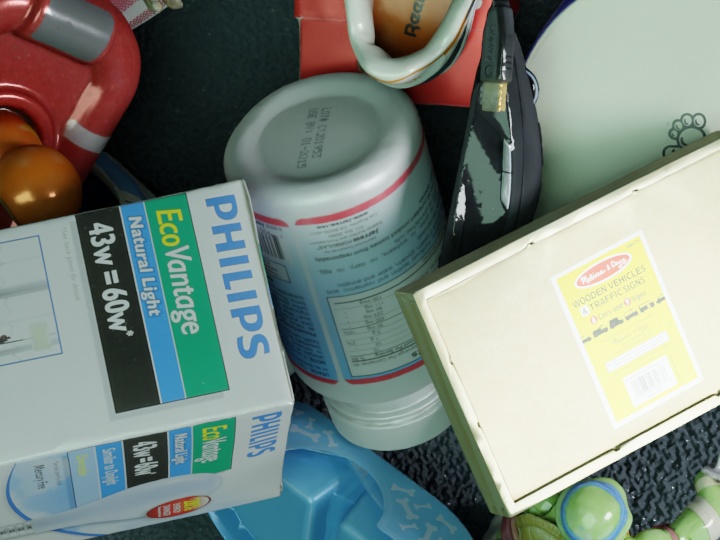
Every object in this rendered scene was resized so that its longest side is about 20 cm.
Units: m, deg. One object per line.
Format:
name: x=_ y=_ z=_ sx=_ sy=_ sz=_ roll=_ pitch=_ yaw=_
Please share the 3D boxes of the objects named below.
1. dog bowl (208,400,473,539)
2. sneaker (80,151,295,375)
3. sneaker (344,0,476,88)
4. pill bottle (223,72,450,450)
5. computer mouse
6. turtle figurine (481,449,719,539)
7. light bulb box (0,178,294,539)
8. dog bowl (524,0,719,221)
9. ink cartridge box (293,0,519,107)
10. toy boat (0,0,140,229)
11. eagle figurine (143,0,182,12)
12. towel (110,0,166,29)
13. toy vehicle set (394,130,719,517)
dog bowl: x=-0.009 y=0.149 z=1.448 sx=0.200 sy=0.049 sz=0.112 roll=35 pitch=140 yaw=26
sneaker: x=-0.118 y=0.001 z=1.458 sx=0.200 sy=0.073 sz=0.072 roll=38 pitch=110 yaw=0
sneaker: x=0.037 y=-0.189 z=1.285 sx=0.078 sy=0.079 sz=0.202 roll=10 pitch=108 yaw=12
pill bottle: x=0.000 y=0.000 z=1.380 sx=0.108 sy=0.109 sz=0.201 roll=-4 pitch=131 yaw=15
computer mouse: x=0.075 y=-0.074 z=1.268 sx=0.046 sy=0.140 sz=0.202 roll=11 pitch=98 yaw=1
turtle figurine: x=0.134 y=0.114 z=1.391 sx=0.143 sy=0.194 sz=0.202 roll=-3 pitch=67 yaw=-7
light bulb box: x=-0.144 y=0.059 z=1.319 sx=0.198 sy=0.198 sz=0.126 roll=-12 pitch=73 yaw=-7
dog bowl: x=0.180 y=-0.075 z=1.355 sx=0.198 sy=0.079 sz=0.202 roll=4 pitch=107 yaw=13
ink cartridge box: x=0.027 y=-0.196 z=1.363 sx=0.115 sy=0.067 sz=0.202 roll=6 pitch=108 yaw=13
toy boat: x=-0.190 y=-0.057 z=1.345 sx=0.130 sy=0.131 sz=0.201 roll=21 pitch=107 yaw=-38
eagle figurine: x=-0.096 y=-0.241 z=1.317 sx=0.151 sy=0.151 sz=0.201 roll=19 pitch=99 yaw=-8
towel: x=-0.142 y=-0.249 z=1.414 sx=0.146 sy=0.030 sz=0.201 roll=-35 pitch=96 yaw=19
toy vehicle set: x=0.130 y=0.025 z=1.280 sx=0.199 sy=0.026 sz=0.125 roll=-26 pitch=99 yaw=-17
